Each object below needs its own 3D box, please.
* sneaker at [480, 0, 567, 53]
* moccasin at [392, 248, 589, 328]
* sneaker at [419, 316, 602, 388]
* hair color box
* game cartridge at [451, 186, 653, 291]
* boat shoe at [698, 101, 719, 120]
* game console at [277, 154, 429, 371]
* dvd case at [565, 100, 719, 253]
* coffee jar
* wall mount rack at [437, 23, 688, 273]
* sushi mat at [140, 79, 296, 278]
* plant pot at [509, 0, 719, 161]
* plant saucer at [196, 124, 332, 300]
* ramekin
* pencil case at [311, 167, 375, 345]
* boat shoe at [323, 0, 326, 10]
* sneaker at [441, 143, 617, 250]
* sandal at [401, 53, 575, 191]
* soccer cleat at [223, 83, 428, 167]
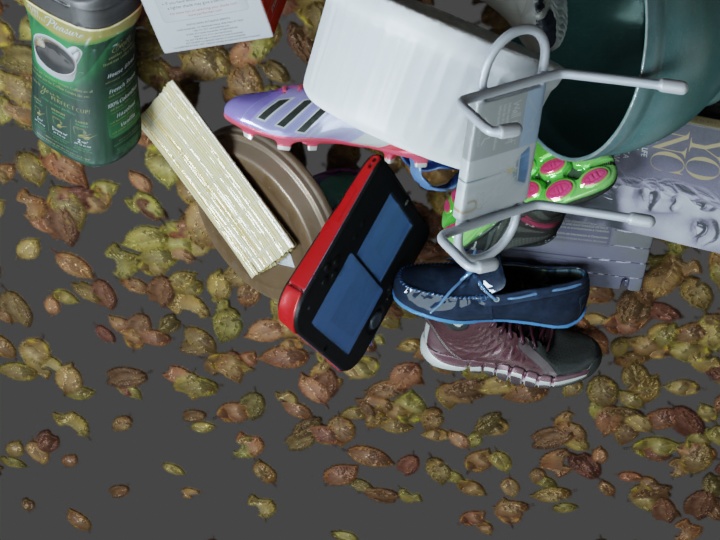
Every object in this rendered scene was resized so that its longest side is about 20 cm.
[{"bbox_3d":[0.074,-0.241,0.997,0.129,0.079,0.201,-30,89,32],"label":"sneaker"},{"bbox_3d":[0.132,0.007,1.252,0.197,0.081,0.069,2,133,-10],"label":"moccasin"},{"bbox_3d":[0.159,0.058,1.331,0.197,0.076,0.116,3,131,10],"label":"sneaker"},{"bbox_3d":[-0.147,-0.291,1.061,0.110,0.064,0.201,-5,134,17],"label":"hair color box"},{"bbox_3d":[0.193,-0.044,1.252,0.197,0.039,0.131,7,131,5],"label":"game cartridge"},{"bbox_3d":[0.286,-0.131,1.130,0.198,0.063,0.075,13,143,16],"label":"boat shoe"},{"bbox_3d":[0.000,0.000,1.201,0.031,0.178,0.200,31,172,23],"label":"game console"},{"bbox_3d":[0.280,-0.082,1.127,0.198,0.016,0.150,13,141,16],"label":"dvd case"},{"bbox_3d":[-0.253,-0.201,1.148,0.104,0.085,0.201,29,138,17],"label":"coffee jar"},{"bbox_3d":[0.142,-0.079,0.913,0.172,0.075,0.202,-18,133,-28],"label":"wall mount rack"},{"bbox_3d":[-0.142,-0.086,1.220,0.201,0.012,0.096,54,142,-1],"label":"sushi mat"},{"bbox_3d":[0.226,-0.191,1.009,0.133,0.202,0.201,-3,140,-22],"label":"plant pot"},{"bbox_3d":[-0.097,-0.048,1.240,0.199,0.029,0.202,30,139,29],"label":"plant saucer"},{"bbox_3d":[0.052,-0.152,0.981,0.199,0.201,0.099,20,105,-8],"label":"ramekin"},{"bbox_3d":[-0.024,-0.007,1.292,0.084,0.093,0.201,6,134,6],"label":"pencil case"},{"bbox_3d":[0.006,-0.205,1.111,0.075,0.072,0.201,9,146,4],"label":"boat shoe"},{"bbox_3d":[0.163,-0.069,1.163,0.083,0.078,0.199,17,154,-36],"label":"sneaker"},{"bbox_3d":[0.115,-0.131,1.146,0.199,0.088,0.079,-31,120,32],"label":"sandal"},{"bbox_3d":[-0.020,-0.143,1.104,0.198,0.067,0.077,9,109,-1],"label":"soccer cleat"}]
